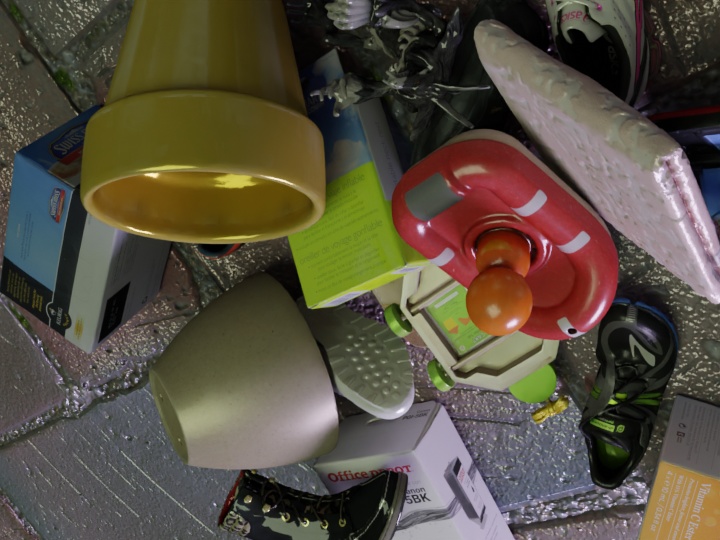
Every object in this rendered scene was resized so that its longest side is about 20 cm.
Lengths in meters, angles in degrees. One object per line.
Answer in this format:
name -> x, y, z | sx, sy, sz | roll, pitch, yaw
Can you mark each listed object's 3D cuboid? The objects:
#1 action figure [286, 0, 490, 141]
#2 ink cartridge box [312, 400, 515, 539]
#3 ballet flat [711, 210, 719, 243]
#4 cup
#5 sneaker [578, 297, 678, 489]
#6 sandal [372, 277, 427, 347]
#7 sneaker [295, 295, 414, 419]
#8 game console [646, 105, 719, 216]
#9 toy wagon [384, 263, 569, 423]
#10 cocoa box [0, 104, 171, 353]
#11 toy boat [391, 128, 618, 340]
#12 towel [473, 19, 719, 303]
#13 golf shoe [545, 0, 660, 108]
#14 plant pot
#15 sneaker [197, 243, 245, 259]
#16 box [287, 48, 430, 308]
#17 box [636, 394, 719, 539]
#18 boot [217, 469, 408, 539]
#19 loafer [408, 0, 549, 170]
action figure -> 0.008, -0.177, 0.760 | 0.200, 0.101, 0.120 | 47, 140, 32
ink cartridge box -> 0.060, 0.257, 1.055 | 0.145, 0.083, 0.202 | -17, 111, 37
ballet flat -> 0.322, 0.036, 0.741 | 0.075, 0.064, 0.200 | -16, 131, 41
cup -> -0.131, 0.121, 0.981 | 0.201, 0.142, 0.202 | 49, 151, 39
sneaker -> 0.239, 0.115, 0.865 | 0.070, 0.083, 0.202 | 12, 124, 21
sandal -> 0.004, -0.002, 0.930 | 0.077, 0.070, 0.213 | -30, 102, 39
sneaker -> -0.006, 0.095, 0.964 | 0.200, 0.076, 0.081 | 40, 148, 50
game console -> 0.318, -0.053, 0.693 | 0.198, 0.172, 0.121 | -3, 86, 30
toy wagon -> 0.124, 0.053, 0.898 | 0.154, 0.040, 0.201 | -34, 101, 22
cocoa box -> -0.285, -0.044, 1.024 | 0.130, 0.134, 0.201 | 31, 130, 8
toy boat -> 0.114, -0.005, 0.760 | 0.199, 0.132, 0.130 | 35, 136, -24
towel -> 0.177, -0.079, 0.690 | 0.191, 0.032, 0.200 | 44, -177, -46
golf shoe -> 0.169, -0.207, 0.695 | 0.072, 0.092, 0.202 | -9, 113, 33
plant pot -> -0.128, -0.140, 0.811 | 0.199, 0.200, 0.192 | -11, 72, 34
sneaker -> -0.138, -0.102, 0.937 | 0.074, 0.085, 0.202 | 11, 124, 23
box -> -0.022, -0.080, 0.870 | 0.121, 0.047, 0.203 | -24, 78, 37
box -> 0.358, 0.214, 0.851 | 0.197, 0.098, 0.126 | 16, 126, 20
boot -> -0.052, 0.244, 0.984 | 0.152, 0.074, 0.204 | 25, 137, -9
loafer -> 0.088, -0.142, 0.806 | 0.071, 0.067, 0.202 | 58, 140, 29
